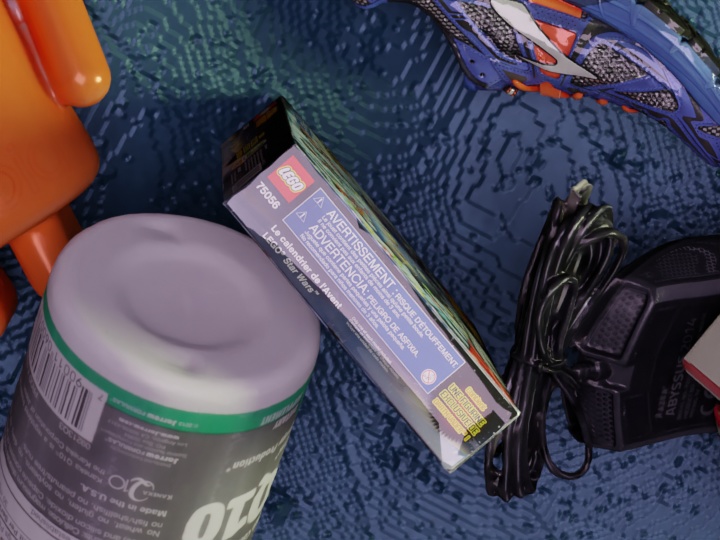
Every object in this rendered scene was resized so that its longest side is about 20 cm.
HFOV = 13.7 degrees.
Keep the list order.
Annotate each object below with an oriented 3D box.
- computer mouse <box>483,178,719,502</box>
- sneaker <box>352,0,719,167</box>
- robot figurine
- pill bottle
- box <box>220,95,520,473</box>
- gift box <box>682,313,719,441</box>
[{"bbox_3d":[0.132,0.022,1.283,0.199,0.053,0.139,-3,118,-37],"label":"computer mouse"},{"bbox_3d":[0.080,-0.103,1.290,0.200,0.075,0.079,34,104,1],"label":"sneaker"},{"bbox_3d":[-0.184,-0.069,1.251,0.144,0.117,0.200,-23,102,43],"label":"robot figurine"},{"bbox_3d":[-0.095,0.084,1.245,0.113,0.113,0.200,16,128,-5],"label":"pill bottle"},{"bbox_3d":[0.000,0.000,1.228,0.040,0.200,0.137,-39,99,3],"label":"box"},{"bbox_3d":[0.269,0.067,1.246,0.187,0.185,0.200,-49,138,2],"label":"gift box"}]
